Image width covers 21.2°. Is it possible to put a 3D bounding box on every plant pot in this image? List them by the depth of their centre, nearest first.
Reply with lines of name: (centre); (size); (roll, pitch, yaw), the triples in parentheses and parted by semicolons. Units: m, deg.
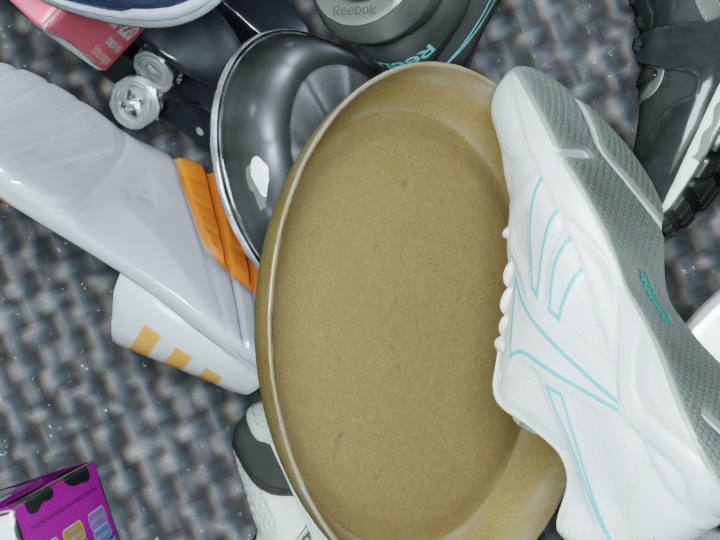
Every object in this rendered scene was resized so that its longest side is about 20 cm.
plant pot: (0.024, 0.022, 0.732); (0.027, 0.199, 0.202); (-2, 91, 40)

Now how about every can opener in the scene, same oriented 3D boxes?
can opener: (-0.119, -0.120, 0.792); (0.199, 0.079, 0.064); (32, 132, 5)

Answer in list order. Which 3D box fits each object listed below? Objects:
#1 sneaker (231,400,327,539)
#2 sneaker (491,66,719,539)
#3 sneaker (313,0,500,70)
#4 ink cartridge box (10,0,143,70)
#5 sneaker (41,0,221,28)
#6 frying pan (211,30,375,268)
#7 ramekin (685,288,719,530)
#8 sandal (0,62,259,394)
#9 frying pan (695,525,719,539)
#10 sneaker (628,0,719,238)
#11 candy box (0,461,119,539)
sneaker: (-0.025, 0.154, 0.777); (0.087, 0.076, 0.201); (-21, 87, 8)
sneaker: (0.077, 0.013, 0.703); (0.080, 0.070, 0.201); (-36, 55, 30)
sneaker: (0.037, -0.168, 0.773); (0.075, 0.079, 0.201); (9, 72, 36)
ink cartridge box: (-0.087, -0.200, 0.720); (0.146, 0.085, 0.200); (44, 92, 11)
sneaker: (-0.133, -0.150, 0.623); (0.199, 0.108, 0.070); (33, 90, 12)
frying pan: (-0.011, -0.004, 0.747); (0.031, 0.115, 0.191); (-16, 69, 38)
ramekin: (0.203, 0.083, 0.752); (0.201, 0.094, 0.204); (0, 91, 4)
sandal: (-0.089, -0.009, 0.773); (0.206, 0.079, 0.059); (34, 132, -17)
frying pan: (0.174, 0.152, 0.692); (0.189, 0.031, 0.116); (14, 87, 16)
sneaker: (0.133, -0.114, 0.773); (0.087, 0.076, 0.201); (23, 89, 17)
candy box: (-0.115, 0.186, 0.752); (0.061, 0.136, 0.201); (-18, 89, 5)
